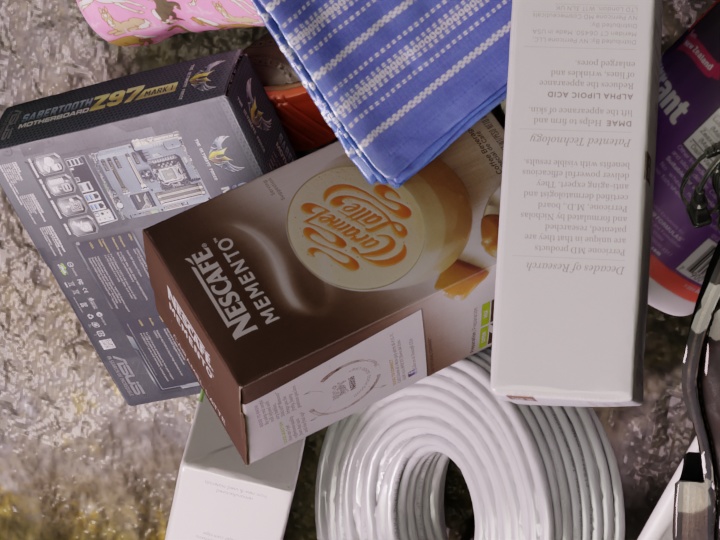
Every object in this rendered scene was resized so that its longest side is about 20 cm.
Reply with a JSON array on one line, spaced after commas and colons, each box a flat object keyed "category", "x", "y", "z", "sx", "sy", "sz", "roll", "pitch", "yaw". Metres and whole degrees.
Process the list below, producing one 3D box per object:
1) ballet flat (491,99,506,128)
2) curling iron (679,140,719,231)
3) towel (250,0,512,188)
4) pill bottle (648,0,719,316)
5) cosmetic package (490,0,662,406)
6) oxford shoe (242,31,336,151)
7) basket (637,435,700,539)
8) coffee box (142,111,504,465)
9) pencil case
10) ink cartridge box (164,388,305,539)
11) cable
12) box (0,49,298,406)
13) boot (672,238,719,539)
[{"category": "ballet flat", "x": 0.092, "y": -0.149, "z": 1.100, "sx": 0.069, "sy": 0.069, "sz": 0.202, "roll": 4, "pitch": 105, "yaw": 17}, {"category": "curling iron", "x": 0.225, "y": -0.008, "z": 1.033, "sx": 0.049, "sy": 0.026, "sz": 0.200, "roll": -36, "pitch": 133, "yaw": 20}, {"category": "towel", "x": 0.012, "y": -0.160, "z": 1.026, "sx": 0.145, "sy": 0.024, "sz": 0.201, "roll": -38, "pitch": 109, "yaw": -11}, {"category": "pill bottle", "x": 0.204, "y": -0.080, "z": 1.056, "sx": 0.111, "sy": 0.111, "sz": 0.200, "roll": 45, "pitch": 113, "yaw": 2}, {"category": "cosmetic package", "x": 0.107, "y": -0.035, "z": 0.981, "sx": 0.073, "sy": 0.102, "sz": 0.202, "roll": 1, "pitch": 85, "yaw": 11}, {"category": "oxford shoe", "x": -0.029, "y": -0.117, "z": 1.161, "sx": 0.199, "sy": 0.071, "sz": 0.073, "roll": -6, "pitch": 68, "yaw": 27}, {"category": "basket", "x": 0.234, "y": 0.132, "z": 1.097, "sx": 0.135, "sy": 0.123, "sz": 0.201, "roll": 29, "pitch": 112, "yaw": 9}, {"category": "coffee box", "x": 0.000, "y": 0.000, "z": 1.072, "sx": 0.199, "sy": 0.080, "sz": 0.115, "roll": -26, "pitch": 60, "yaw": -16}, {"category": "pencil case", "x": -0.065, "y": -0.167, "z": 1.112, "sx": 0.199, "sy": 0.086, "sz": 0.084, "roll": 1, "pitch": 94, "yaw": 37}, {"category": "ink cartridge box", "x": -0.079, "y": 0.155, "z": 1.192, "sx": 0.067, "sy": 0.117, "sz": 0.201, "roll": 13, "pitch": 127, "yaw": -2}, {"category": "cable", "x": 0.057, "y": 0.134, "z": 1.124, "sx": 0.201, "sy": 0.069, "sz": 0.201, "roll": 58, "pitch": 133, "yaw": 33}, {"category": "box", "x": -0.102, "y": -0.019, "z": 1.169, "sx": 0.157, "sy": 0.051, "sz": 0.201, "roll": -11, "pitch": 126, "yaw": 22}, {"category": "boot", "x": 0.243, "y": 0.077, "z": 0.983, "sx": 0.173, "sy": 0.069, "sz": 0.202, "roll": 5, "pitch": 112, "yaw": 14}]
